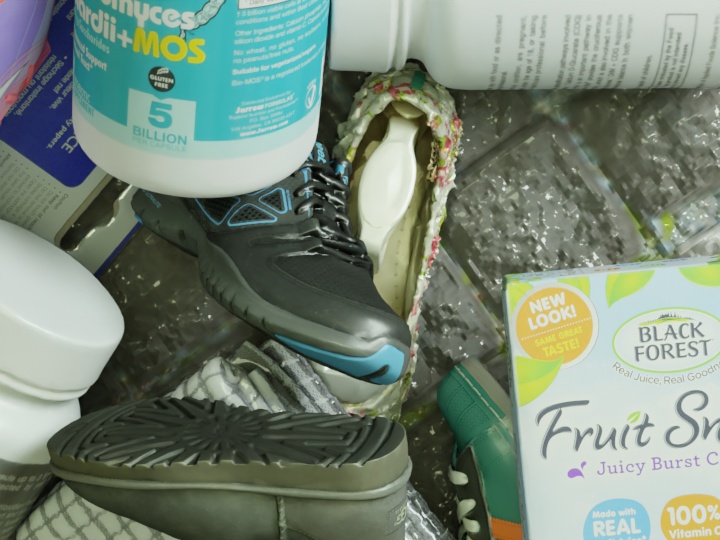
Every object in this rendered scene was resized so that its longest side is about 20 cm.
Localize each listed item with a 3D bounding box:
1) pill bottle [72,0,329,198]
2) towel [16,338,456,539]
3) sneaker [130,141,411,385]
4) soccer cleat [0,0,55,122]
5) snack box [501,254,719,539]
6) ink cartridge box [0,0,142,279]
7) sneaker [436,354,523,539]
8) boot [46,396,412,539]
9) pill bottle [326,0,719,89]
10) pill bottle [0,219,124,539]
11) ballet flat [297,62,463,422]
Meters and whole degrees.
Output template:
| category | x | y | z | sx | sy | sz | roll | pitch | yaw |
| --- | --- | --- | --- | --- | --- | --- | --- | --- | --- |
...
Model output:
| category | x | y | z | sx | sy | sz | roll | pitch | yaw |
| --- | --- | --- | --- | --- | --- | --- | --- | --- | --- |
| pill bottle | -0.066 | -0.140 | 1.002 | 0.110 | 0.111 | 0.201 | 7 | 123 | 3 |
| towel | -0.043 | 0.147 | 1.096 | 0.166 | 0.086 | 0.200 | -42 | 86 | 30 |
| sneaker | -0.034 | -0.019 | 1.061 | 0.073 | 0.200 | 0.082 | 31 | 96 | -43 |
| soccer cleat | -0.176 | -0.075 | 1.032 | 0.067 | 0.076 | 0.201 | 35 | 109 | 42 |
| snack box | 0.141 | 0.096 | 1.049 | 0.141 | 0.053 | 0.201 | -5 | 94 | 1 |
| ink cartridge box | -0.179 | -0.072 | 1.101 | 0.198 | 0.047 | 0.200 | -49 | 132 | 4 |
| sneaker | 0.072 | 0.142 | 1.115 | 0.080 | 0.071 | 0.201 | -26 | 93 | 0 |
| boot | -0.044 | 0.161 | 1.020 | 0.181 | 0.073 | 0.201 | 6 | 116 | 27 |
| pill bottle | 0.084 | -0.138 | 1.069 | 0.199 | 0.113 | 0.114 | -1 | 93 | -3 |
| pill bottle | -0.200 | 0.080 | 1.086 | 0.114 | 0.114 | 0.200 | 36 | 107 | 1 |
| ballet flat | 0.000 | 0.000 | 1.115 | 0.075 | 0.064 | 0.201 | 10 | 94 | 0 |
